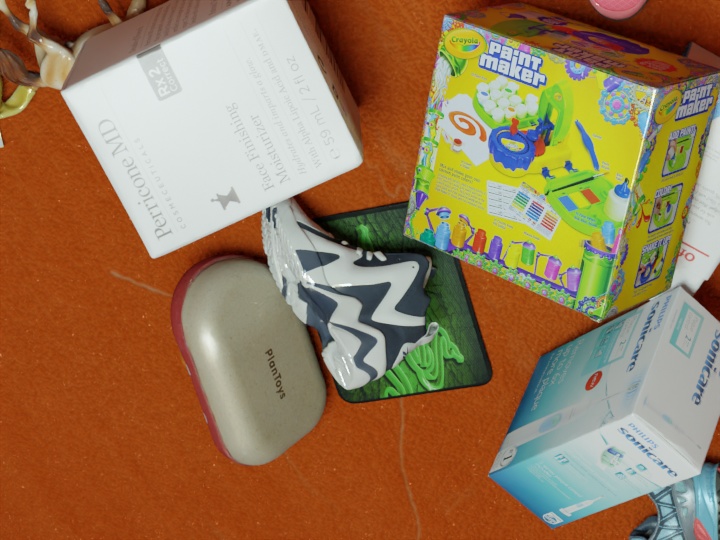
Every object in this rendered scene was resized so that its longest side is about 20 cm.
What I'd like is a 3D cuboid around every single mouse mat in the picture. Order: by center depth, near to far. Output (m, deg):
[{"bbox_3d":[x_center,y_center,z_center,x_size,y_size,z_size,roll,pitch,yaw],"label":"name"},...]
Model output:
[{"bbox_3d":[0.027,0.033,1.594,0.160,0.008,0.201,-10,115,20],"label":"mouse mat"}]

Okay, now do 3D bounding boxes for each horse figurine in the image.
[{"bbox_3d":[-0.245,-0.207,1.507,0.198,0.050,0.133,-17,130,6],"label":"horse figurine"}]

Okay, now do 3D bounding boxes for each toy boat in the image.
[{"bbox_3d":[-0.125,0.081,1.612,0.130,0.130,0.201,8,123,45],"label":"toy boat"}]

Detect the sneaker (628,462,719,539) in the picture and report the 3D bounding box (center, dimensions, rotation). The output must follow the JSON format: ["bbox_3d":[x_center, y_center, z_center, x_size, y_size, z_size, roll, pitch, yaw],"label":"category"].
[{"bbox_3d":[0.305,0.268,1.608,0.095,0.079,0.202,7,110,23],"label":"sneaker"}]

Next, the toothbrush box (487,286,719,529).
[{"bbox_3d":[0.221,0.122,1.465,0.085,0.147,0.200,40,144,-15],"label":"toothbrush box"}]

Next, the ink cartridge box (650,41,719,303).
[{"bbox_3d":[0.276,-0.076,1.430,0.115,0.067,0.201,29,121,0],"label":"ink cartridge box"}]

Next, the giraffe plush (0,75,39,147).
[{"bbox_3d":[-0.404,-0.169,1.519,0.172,0.162,0.201,-22,109,24],"label":"giraffe plush"}]

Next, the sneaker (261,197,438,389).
[{"bbox_3d":[0.000,0.000,1.545,0.200,0.129,0.080,57,153,25],"label":"sneaker"}]

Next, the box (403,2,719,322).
[{"bbox_3d":[0.161,-0.094,1.368,0.199,0.122,0.194,25,117,32],"label":"box"}]

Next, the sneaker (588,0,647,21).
[{"bbox_3d":[0.207,-0.288,1.327,0.073,0.087,0.201,12,120,11],"label":"sneaker"}]

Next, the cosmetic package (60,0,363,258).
[{"bbox_3d":[-0.120,-0.144,1.423,0.199,0.165,0.166,-25,110,8],"label":"cosmetic package"}]
